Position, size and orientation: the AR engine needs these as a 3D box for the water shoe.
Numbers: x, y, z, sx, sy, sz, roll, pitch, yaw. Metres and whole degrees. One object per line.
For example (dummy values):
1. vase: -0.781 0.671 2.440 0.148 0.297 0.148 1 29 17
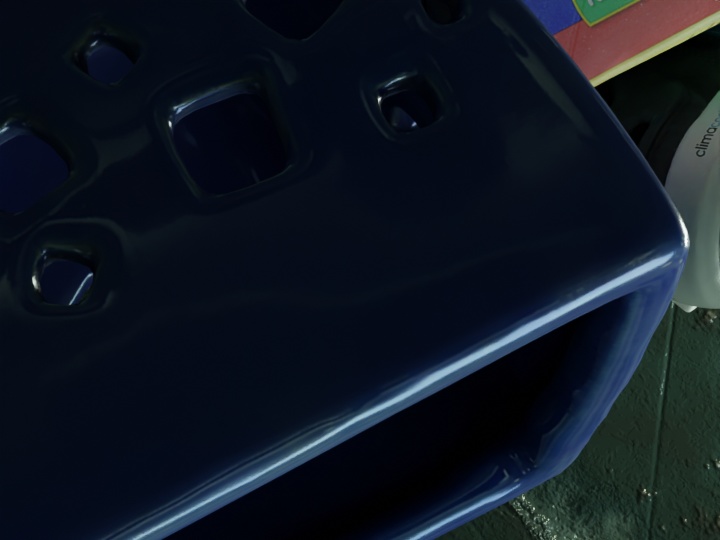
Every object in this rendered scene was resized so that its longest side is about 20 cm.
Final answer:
1. water shoe: 0.101 -0.053 0.818 0.200 0.078 0.072 -45 139 -60

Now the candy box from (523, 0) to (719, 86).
1. candy box: 0.090 -0.111 0.759 0.168 0.077 0.200 -27 -176 -8

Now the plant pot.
1. plant pot: -0.062 -0.011 0.630 0.199 0.180 0.200 -26 168 -10

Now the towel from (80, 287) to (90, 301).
1. towel: -0.048 0.001 0.807 0.149 0.200 0.031 -46 161 -15

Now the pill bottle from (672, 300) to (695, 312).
1. pill bottle: 0.081 -0.080 1.082 0.111 0.200 0.111 -47 172 -8
